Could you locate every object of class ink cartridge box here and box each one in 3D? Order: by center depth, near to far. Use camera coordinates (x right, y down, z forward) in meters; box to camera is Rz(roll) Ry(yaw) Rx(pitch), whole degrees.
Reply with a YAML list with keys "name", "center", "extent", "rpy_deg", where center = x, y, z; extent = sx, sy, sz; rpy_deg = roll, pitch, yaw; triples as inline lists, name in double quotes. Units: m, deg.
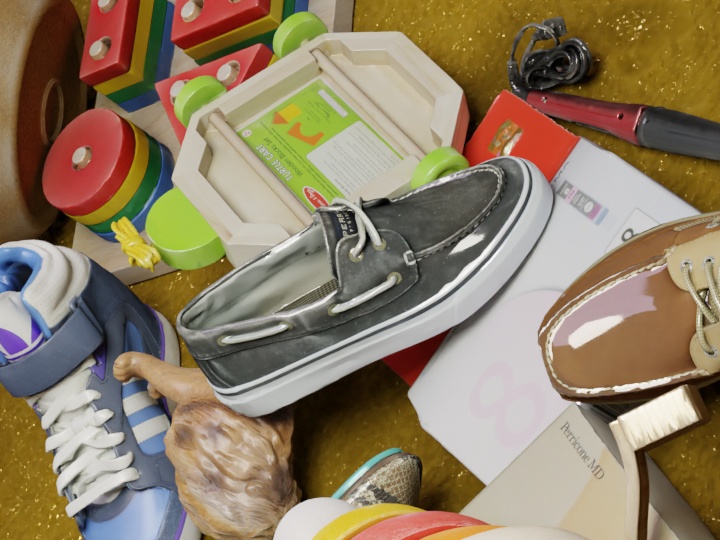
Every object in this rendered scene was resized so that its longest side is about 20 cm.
- name: "ink cartridge box"
  center: [0.075, 0.006, 0.977]
  extent: [0.200, 0.057, 0.163]
  rpy_deg: [39, 98, 42]

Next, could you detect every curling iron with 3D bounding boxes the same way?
- name: "curling iron"
  center: [0.140, -0.083, 0.985]
  extent: [0.200, 0.025, 0.050]
  rpy_deg: [31, 128, 48]

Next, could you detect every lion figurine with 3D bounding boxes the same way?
- name: "lion figurine"
  center: [-0.049, 0.043, 1.048]
  extent: [0.122, 0.072, 0.201]
  rpy_deg: [25, 79, 31]

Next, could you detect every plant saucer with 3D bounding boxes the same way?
- name: "plant saucer"
  center: [-0.207, -0.099, 1.218]
  extent: [0.035, 0.200, 0.202]
  rpy_deg: [7, 66, 8]

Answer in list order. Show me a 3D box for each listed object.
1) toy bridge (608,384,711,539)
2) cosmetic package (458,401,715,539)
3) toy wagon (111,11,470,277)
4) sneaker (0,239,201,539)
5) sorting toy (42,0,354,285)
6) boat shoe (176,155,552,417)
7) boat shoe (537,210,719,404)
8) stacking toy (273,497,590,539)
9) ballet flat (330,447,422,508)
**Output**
- name: "toy bridge"
  center: [0.145, 0.150, 0.780]
  extent: [0.067, 0.027, 0.201]
  rpy_deg: [-27, 79, 17]
- name: "cosmetic package"
  center: [0.067, 0.169, 0.874]
  extent: [0.200, 0.071, 0.105]
  rpy_deg: [-47, 45, 9]
- name: "toy wagon"
  center: [-0.041, -0.056, 1.055]
  extent: [0.199, 0.040, 0.155]
  rpy_deg: [-34, 51, -11]
- name: "sneaker"
  center: [-0.163, 0.076, 1.077]
  extent: [0.080, 0.146, 0.201]
  rpy_deg: [-28, 49, 26]
- name: "sorting toy"
  center: [-0.106, -0.107, 1.195]
  extent: [0.199, 0.069, 0.200]
  rpy_deg: [-16, 56, 34]
- name: "boat shoe"
  center: [0.000, 0.000, 0.959]
  extent: [0.199, 0.071, 0.072]
  rpy_deg: [-34, 39, 8]
- name: "boat shoe"
  center: [0.170, 0.003, 0.842]
  extent: [0.199, 0.074, 0.076]
  rpy_deg: [-22, 86, 13]
- name: "stacking toy"
  center: [0.016, 0.141, 0.811]
  extent: [0.147, 0.146, 0.200]
  rpy_deg: [-55, 31, 0]
- name: "ballet flat"
  center: [-0.027, 0.174, 0.970]
  extent: [0.200, 0.068, 0.076]
  rpy_deg: [-42, 66, 21]
